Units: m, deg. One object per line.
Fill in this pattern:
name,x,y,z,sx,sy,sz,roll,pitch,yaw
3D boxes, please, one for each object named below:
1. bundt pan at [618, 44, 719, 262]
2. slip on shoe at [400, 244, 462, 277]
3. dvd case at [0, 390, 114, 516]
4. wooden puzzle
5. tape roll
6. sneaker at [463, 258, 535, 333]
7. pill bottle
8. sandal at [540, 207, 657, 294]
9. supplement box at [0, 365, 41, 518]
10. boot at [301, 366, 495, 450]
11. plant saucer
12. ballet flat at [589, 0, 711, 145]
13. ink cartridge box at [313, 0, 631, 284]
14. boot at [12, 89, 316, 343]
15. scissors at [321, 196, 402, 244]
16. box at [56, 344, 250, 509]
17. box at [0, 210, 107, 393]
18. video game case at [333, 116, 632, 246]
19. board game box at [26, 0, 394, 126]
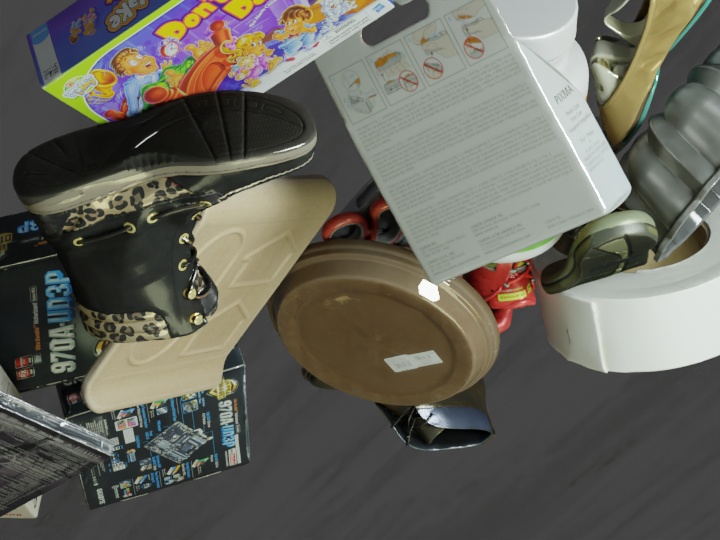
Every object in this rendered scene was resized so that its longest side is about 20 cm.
bundt pan,0.272,-0.106,1.451,0.202,0.076,0.202,-46,170,-11
slip on shoe,0.032,0.034,1.578,0.061,0.075,0.200,-10,158,-26
dvd case,-0.295,0.134,1.354,0.148,0.016,0.199,28,141,-31
wooden puzzle,-0.120,0.008,1.403,0.201,0.046,0.185,-58,158,20
tape roll,0.246,0.005,1.553,0.200,0.203,0.071,-17,117,-7
sneaker,0.124,-0.013,1.513,0.076,0.086,0.201,-12,151,-17
pill bottle,0.105,-0.113,1.328,0.110,0.112,0.201,-13,137,-15
sandal,0.183,-0.026,1.422,0.079,0.058,0.201,-17,170,-9
supplement box,-0.330,0.114,1.414,0.124,0.074,0.201,0,146,13
boot,0.042,0.115,1.716,0.198,0.098,0.075,0,146,-35
plant saucer,0.015,0.049,1.510,0.198,0.030,0.201,11,142,9
ballet flat,0.205,-0.173,1.381,0.062,0.069,0.201,15,141,-7
ink cartridge box,0.069,-0.106,1.253,0.159,0.201,0.047,-22,-171,40
boot,-0.118,-0.032,1.235,0.198,0.074,0.152,-15,134,-4
scissors,0.000,0.000,1.529,0.072,0.014,0.201,-17,151,-13
box,-0.179,0.133,1.631,0.157,0.046,0.201,-16,151,-10
box,-0.231,0.021,1.416,0.157,0.046,0.201,-13,151,-16
video game case,0.097,-0.071,1.508,0.198,0.022,0.182,5,143,-38
board game box,-0.096,-0.161,1.193,0.199,0.045,0.134,-31,151,18
